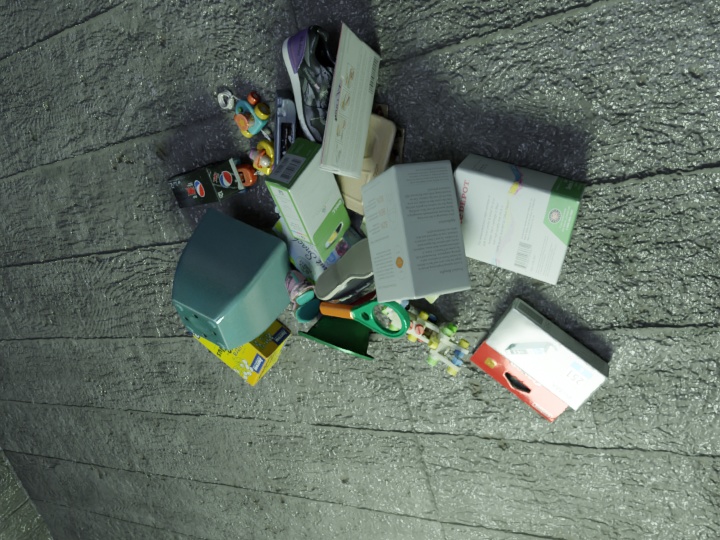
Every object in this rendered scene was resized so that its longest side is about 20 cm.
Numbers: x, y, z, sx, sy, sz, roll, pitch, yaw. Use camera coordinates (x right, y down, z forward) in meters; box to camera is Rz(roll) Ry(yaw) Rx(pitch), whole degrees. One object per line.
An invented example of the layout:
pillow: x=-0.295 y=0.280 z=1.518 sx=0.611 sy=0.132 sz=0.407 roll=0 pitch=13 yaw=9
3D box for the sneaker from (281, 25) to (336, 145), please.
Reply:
sneaker: x=-0.062 y=-0.294 z=0.984 sx=0.086 sy=0.075 sz=0.205 roll=-7 pitch=108 yaw=43

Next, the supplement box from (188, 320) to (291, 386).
supplement box: x=-0.276 y=0.142 z=1.374 sx=0.198 sy=0.110 sz=0.110 roll=37 pitch=128 yaw=6

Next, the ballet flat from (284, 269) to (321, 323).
ballet flat: x=-0.122 y=0.047 z=1.231 sx=0.072 sy=0.068 sz=0.201 roll=61 pitch=171 yaw=18

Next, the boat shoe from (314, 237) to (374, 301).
boat shoe: x=0.000 y=0.000 z=1.121 sx=0.198 sy=0.062 sz=0.074 roll=-32 pitch=56 yaw=32

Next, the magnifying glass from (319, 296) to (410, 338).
magnifying glass: x=0.005 y=0.079 z=1.095 sx=0.196 sy=0.022 sz=0.081 roll=4 pitch=126 yaw=36

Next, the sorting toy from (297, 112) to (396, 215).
sorting toy: x=-0.033 y=-0.214 z=1.085 sx=0.197 sy=0.036 sz=0.189 roll=29 pitch=126 yaw=19

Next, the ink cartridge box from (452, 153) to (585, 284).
ink cartridge box: x=0.242 y=-0.086 z=0.965 sx=0.195 sy=0.088 sz=0.149 roll=18 pitch=123 yaw=19

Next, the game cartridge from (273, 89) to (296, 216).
game cartridge: x=-0.139 y=-0.217 z=1.088 sx=0.040 sy=0.134 sz=0.205 roll=2 pitch=113 yaw=-7

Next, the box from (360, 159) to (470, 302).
box: x=0.086 y=-0.058 z=0.979 sx=0.152 sy=0.104 sz=0.206 roll=166 pitch=95 yaw=-69

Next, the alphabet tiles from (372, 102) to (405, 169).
alphabet tiles: x=-0.012 y=-0.224 z=1.089 sx=0.195 sy=0.006 sz=0.171 roll=15 pitch=121 yaw=23

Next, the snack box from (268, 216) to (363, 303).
snack box: x=-0.075 y=-0.047 z=1.190 sx=0.200 sy=0.053 sz=0.142 roll=46 pitch=130 yaw=-1

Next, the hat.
hat: x=-0.016 y=0.075 z=1.230 sx=0.196 sy=0.165 sz=0.181 roll=16 pitch=86 yaw=27

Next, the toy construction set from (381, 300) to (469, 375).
toy construction set: x=0.108 y=0.103 z=1.113 sx=0.199 sy=0.131 sz=0.092 roll=43 pitch=100 yaw=-5

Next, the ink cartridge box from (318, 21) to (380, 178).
ink cartridge box: x=-0.029 y=-0.257 z=0.932 sx=0.044 sy=0.176 sz=0.206 roll=12 pitch=96 yaw=19

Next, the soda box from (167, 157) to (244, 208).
soda box: x=-0.317 y=-0.175 z=1.219 sx=0.198 sy=0.063 sz=0.072 roll=2 pitch=118 yaw=51

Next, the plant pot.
plant pot: x=-0.270 y=0.037 z=1.218 sx=0.192 sy=0.202 sz=0.198 roll=22 pitch=148 yaw=17

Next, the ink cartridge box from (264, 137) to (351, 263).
ink cartridge box: x=-0.087 y=-0.119 z=1.057 sx=0.058 sy=0.105 sz=0.202 roll=20 pitch=153 yaw=28

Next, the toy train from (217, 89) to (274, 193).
toy train: x=-0.232 y=-0.245 z=1.174 sx=0.147 sy=0.056 sz=0.205 roll=7 pitch=119 yaw=26

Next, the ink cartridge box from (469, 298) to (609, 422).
ink cartridge box: x=0.313 y=0.177 z=1.083 sx=0.198 sy=0.045 sz=0.178 roll=36 pitch=126 yaw=9

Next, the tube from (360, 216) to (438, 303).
tube: x=0.076 y=-0.025 z=1.117 sx=0.199 sy=0.052 sz=0.058 roll=42 pitch=126 yaw=4
